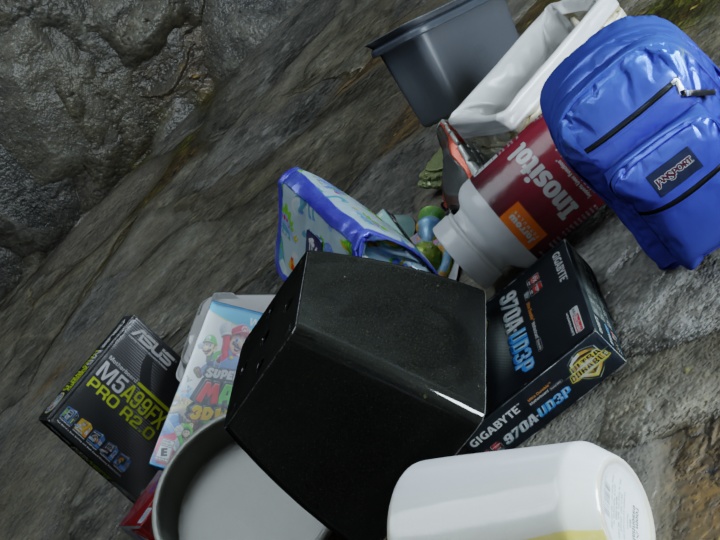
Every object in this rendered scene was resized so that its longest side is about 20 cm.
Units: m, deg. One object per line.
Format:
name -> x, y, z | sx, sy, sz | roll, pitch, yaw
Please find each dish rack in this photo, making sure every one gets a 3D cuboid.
dish rack -> -0.110, 0.073, 1.737 | 0.199, 0.044, 0.172 | -1, 32, 8

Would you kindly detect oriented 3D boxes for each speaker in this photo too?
speaker -> -0.126, 0.238, 1.533 | 0.200, 0.088, 0.088 | -54, 21, -19

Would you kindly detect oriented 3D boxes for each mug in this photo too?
mug -> 0.129, 0.208, 1.055 | 0.153, 0.187, 0.149 | -22, -4, 31

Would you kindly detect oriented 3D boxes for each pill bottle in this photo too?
pill bottle -> 0.176, -0.077, 1.526 | 0.200, 0.113, 0.113 | -42, 19, 9

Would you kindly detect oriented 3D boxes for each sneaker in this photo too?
sneaker -> 0.115, -0.100, 1.708 | 0.082, 0.077, 0.200 | -49, 33, 21

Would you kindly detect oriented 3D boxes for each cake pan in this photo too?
cake pan -> -0.106, 0.226, 1.454 | 0.200, 0.037, 0.201 | -10, 53, 14

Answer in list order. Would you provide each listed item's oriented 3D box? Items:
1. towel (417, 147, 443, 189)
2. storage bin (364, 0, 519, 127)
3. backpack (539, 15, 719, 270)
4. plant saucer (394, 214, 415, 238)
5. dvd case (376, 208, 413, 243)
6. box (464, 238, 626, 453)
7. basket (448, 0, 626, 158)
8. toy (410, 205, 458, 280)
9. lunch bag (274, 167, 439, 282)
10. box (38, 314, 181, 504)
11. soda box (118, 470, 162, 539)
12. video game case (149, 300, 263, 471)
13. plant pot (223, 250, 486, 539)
towel -> 0.163, -0.165, 1.850 | 0.149, 0.036, 0.200 | -53, 19, -24
storage bin -> 0.120, -0.279, 1.952 | 0.200, 0.135, 0.145 | -30, 7, -37
backpack -> 0.265, -0.117, 1.292 | 0.162, 0.200, 0.168 | -40, 20, 12
plant saucer -> -0.017, -0.009, 1.892 | 0.201, 0.039, 0.201 | -39, 19, 16
dvd case -> 0.017, 0.033, 1.657 | 0.146, 0.022, 0.200 | -41, 42, 7
box -> 0.154, 0.073, 1.362 | 0.159, 0.046, 0.200 | -40, 19, 16
basket -> 0.222, -0.196, 1.659 | 0.200, 0.123, 0.135 | -48, 19, -13
toy -> 0.063, -0.009, 1.715 | 0.115, 0.047, 0.200 | -33, 22, 33
lunch bag -> 0.000, 0.000, 1.515 | 0.127, 0.200, 0.170 | -37, 39, -11
box -> -0.250, 0.177, 1.738 | 0.160, 0.200, 0.044 | -51, 18, -20
soda box -> -0.183, 0.232, 1.687 | 0.063, 0.070, 0.200 | -15, 35, 56
video game case -> -0.135, 0.141, 1.641 | 0.143, 0.018, 0.201 | 13, 71, 19
plant pot -> -0.012, 0.101, 1.359 | 0.200, 0.177, 0.200 | -55, 16, 30
